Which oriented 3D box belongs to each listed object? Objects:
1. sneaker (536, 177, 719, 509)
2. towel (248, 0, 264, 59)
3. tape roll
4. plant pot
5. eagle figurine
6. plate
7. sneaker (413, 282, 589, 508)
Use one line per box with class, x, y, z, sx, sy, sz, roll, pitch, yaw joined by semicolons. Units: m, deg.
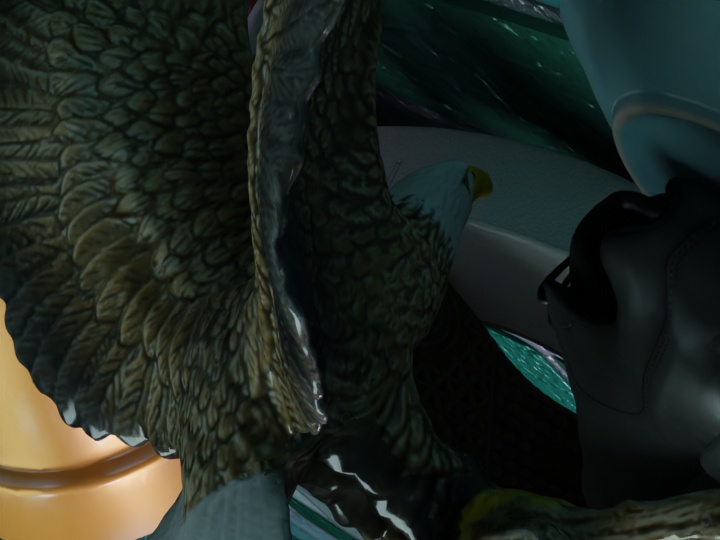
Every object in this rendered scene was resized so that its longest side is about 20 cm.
sneaker;0.086;0.023;0.676;0.091;0.076;0.200;47;165;6
towel;-0.044;-0.040;0.757;0.023;0.144;0.200;22;169;4
tape roll;0.045;0.034;0.835;0.202;0.037;0.203;17;145;12
plant pot;-0.163;0.018;1.413;0.200;0.200;0.184;32;154;35
eagle figurine;-0.016;-0.013;0.595;0.200;0.151;0.151;63;-172;-9
plate;0.122;-0.006;0.645;0.200;0.026;0.200;38;170;7
sneaker;0.022;0.060;0.780;0.200;0.071;0.075;36;133;-19
